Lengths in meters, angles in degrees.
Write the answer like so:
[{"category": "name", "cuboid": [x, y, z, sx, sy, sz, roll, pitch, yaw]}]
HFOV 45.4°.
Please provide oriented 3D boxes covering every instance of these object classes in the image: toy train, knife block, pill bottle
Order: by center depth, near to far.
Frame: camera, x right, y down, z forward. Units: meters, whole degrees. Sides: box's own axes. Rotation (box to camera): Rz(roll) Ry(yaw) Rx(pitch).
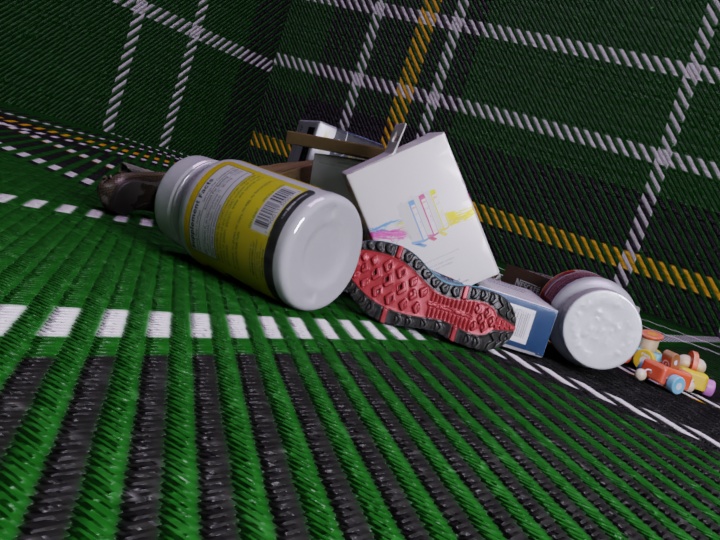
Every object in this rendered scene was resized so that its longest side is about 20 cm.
[{"category": "pill bottle", "cuboid": [-0.105, -0.044, 0.848, 0.199, 0.116, 0.114, 23, 8, 36]}, {"category": "pill bottle", "cuboid": [0.283, 0.060, 1.072, 0.108, 0.111, 0.200, 18, 6, 4]}, {"category": "toy train", "cuboid": [0.399, 0.116, 1.171, 0.149, 0.056, 0.200, 16, 7, -22]}, {"category": "knife block", "cuboid": [-0.123, -0.112, 1.246, 0.198, 0.065, 0.175, -8, 16, -19]}]

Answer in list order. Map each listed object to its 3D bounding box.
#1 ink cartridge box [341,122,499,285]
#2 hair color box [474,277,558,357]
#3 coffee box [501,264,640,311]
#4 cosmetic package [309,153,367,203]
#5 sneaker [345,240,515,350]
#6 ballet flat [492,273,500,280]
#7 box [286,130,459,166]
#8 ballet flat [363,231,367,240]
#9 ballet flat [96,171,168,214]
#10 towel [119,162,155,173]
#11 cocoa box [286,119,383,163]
[{"category": "ink cartridge box", "cuboid": [0.062, -0.072, 1.029, 0.124, 0.202, 0.129, -23, 8, -1]}, {"category": "hair color box", "cuboid": [0.175, 0.050, 1.082, 0.099, 0.061, 0.200, 18, 6, 1]}, {"category": "coffee box", "cuboid": [0.313, 0.060, 1.305, 0.199, 0.081, 0.114, 13, 7, -38]}, {"category": "cosmetic package", "cuboid": [0.027, -0.115, 1.264, 0.107, 0.086, 0.199, 16, 9, 37]}, {"category": "sneaker", "cuboid": [0.063, 0.032, 0.924, 0.198, 0.080, 0.096, 26, -4, -6]}, {"category": "ballet flat", "cuboid": [0.151, 0.010, 1.358, 0.199, 0.070, 0.069, 12, 8, -41]}, {"category": "box", "cuboid": [0.016, -0.167, 1.223, 0.199, 0.022, 0.163, 18, 11, 38]}, {"category": "ballet flat", "cuboid": [0.035, -0.037, 1.255, 0.070, 0.071, 0.199, 20, 7, 25]}, {"category": "ballet flat", "cuboid": [-0.277, -0.102, 1.121, 0.046, 0.068, 0.200, 24, 13, 16]}, {"category": "towel", "cuboid": [-0.299, -0.125, 1.452, 0.198, 0.035, 0.192, 17, 9, -33]}, {"category": "cocoa box", "cuboid": [-0.063, -0.154, 1.547, 0.130, 0.202, 0.133, 16, 5, -22]}]
